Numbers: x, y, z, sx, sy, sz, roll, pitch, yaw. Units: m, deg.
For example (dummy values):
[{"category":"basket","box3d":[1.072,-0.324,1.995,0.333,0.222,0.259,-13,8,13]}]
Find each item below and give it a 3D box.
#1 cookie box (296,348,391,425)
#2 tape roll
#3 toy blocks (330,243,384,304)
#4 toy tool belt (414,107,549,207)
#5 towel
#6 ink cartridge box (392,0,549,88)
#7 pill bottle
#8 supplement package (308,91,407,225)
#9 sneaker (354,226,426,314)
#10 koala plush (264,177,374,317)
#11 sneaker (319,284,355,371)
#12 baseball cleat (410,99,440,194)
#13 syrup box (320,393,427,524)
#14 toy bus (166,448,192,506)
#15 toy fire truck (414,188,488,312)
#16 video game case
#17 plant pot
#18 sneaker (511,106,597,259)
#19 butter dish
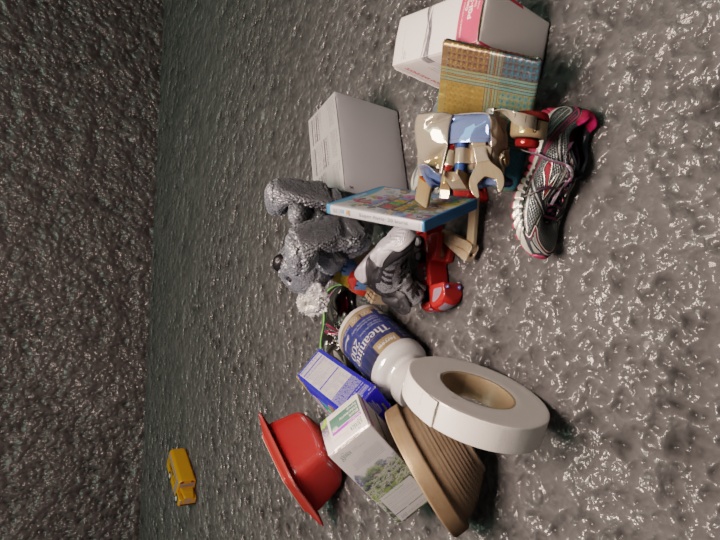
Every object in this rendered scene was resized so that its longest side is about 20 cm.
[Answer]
[{"category":"cookie box","box3d":[-0.008,0.251,1.010,0.075,0.173,0.198,-44,30,-16]},{"category":"tape roll","box3d":[0.152,0.175,0.752,0.202,0.198,0.038,32,111,52]},{"category":"toy blocks","box3d":[0.000,0.000,1.062,0.200,0.133,0.102,48,124,48]},{"category":"toy tool belt","box3d":[0.155,-0.144,0.756,0.196,0.123,0.127,11,99,43]},{"category":"towel","box3d":[0.174,-0.217,0.802,0.143,0.022,0.204,21,138,22]},{"category":"ink cartridge box","box3d":[0.163,-0.345,0.861,0.198,0.143,0.086,15,95,55]},{"category":"pill bottle","box3d":[0.048,0.153,0.989,0.199,0.108,0.114,39,117,51]},{"category":"supplement package","box3d":[-0.005,-0.210,1.084,0.110,0.152,0.207,-27,63,51]},{"category":"sneaker","box3d":[0.066,0.001,0.886,0.114,0.076,0.200,44,156,-2]},{"category":"koala plush","box3d":[-0.081,-0.030,0.970,0.180,0.179,0.203,63,144,35]},{"category":"sneaker","box3d":[-0.040,0.125,1.158,0.083,0.075,0.207,-31,61,54]},{"category":"baseball cleat","box3d":[0.137,-0.199,0.930,0.107,0.068,0.205,-85,9,-61]},{"category":"syrup box","box3d":[0.028,0.295,0.874,0.078,0.201,0.082,-37,26,3]},{"category":"toy bus","box3d":[-0.619,0.717,1.945,0.200,0.064,0.080,42,117,51]},{"category":"toy fire truck","box3d":[0.150,-0.042,0.921,0.139,0.048,0.207,-20,70,52]},{"category":"video game case","box3d":[0.062,-0.100,0.869,0.196,0.141,0.018,15,118,41]},{"category":"plant pot","box3d":[0.124,0.277,0.838,0.091,0.202,0.203,-31,49,1]},{"category":"sneaker","box3d":[0.257,-0.118,0.747,0.074,0.079,0.207,14,96,53]},{"category":"butter dish","box3d":[-0.100,0.378,1.162,0.200,0.146,0.203,44,161,48]}]
